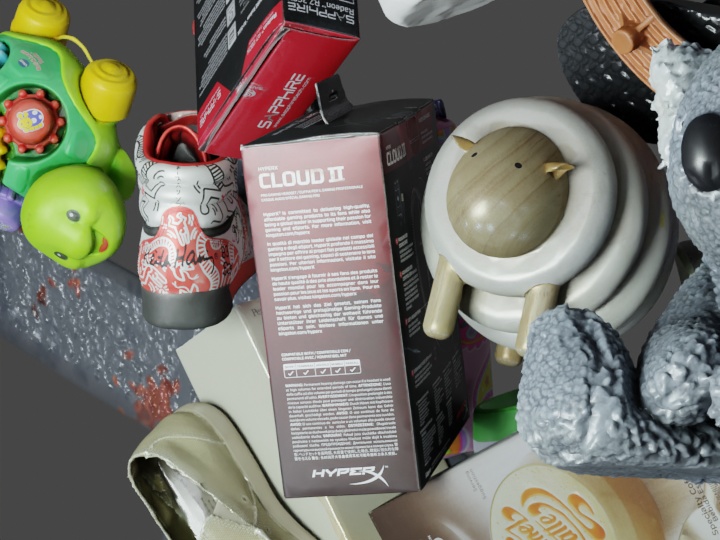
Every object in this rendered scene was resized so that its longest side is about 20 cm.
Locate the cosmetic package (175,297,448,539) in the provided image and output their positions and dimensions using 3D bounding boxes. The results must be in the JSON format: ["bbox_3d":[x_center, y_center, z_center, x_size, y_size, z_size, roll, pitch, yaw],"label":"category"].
[{"bbox_3d":[-0.015,0.111,1.295,0.073,0.103,0.201,-34,80,45],"label":"cosmetic package"}]

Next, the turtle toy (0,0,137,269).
[{"bbox_3d":[-0.215,-0.080,1.437,0.200,0.101,0.146,44,130,27],"label":"turtle toy"}]

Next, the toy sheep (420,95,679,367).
[{"bbox_3d":[0.095,-0.018,1.070,0.137,0.200,0.139,-4,79,21],"label":"toy sheep"}]

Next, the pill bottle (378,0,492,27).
[{"bbox_3d":[0.027,-0.239,1.132,0.112,0.112,0.201,-28,82,46],"label":"pill bottle"}]

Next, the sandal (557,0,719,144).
[{"bbox_3d":[0.192,-0.103,1.064,0.199,0.045,0.076,2,111,30],"label":"sandal"}]

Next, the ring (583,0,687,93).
[{"bbox_3d":[0.165,-0.148,0.974,0.200,0.019,0.201,26,132,33],"label":"ring"}]

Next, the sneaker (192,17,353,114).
[{"bbox_3d":[-0.045,-0.084,1.300,0.201,0.077,0.085,70,157,6],"label":"sneaker"}]

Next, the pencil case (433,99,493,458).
[{"bbox_3d":[0.026,0.009,1.235,0.087,0.087,0.201,-1,101,46],"label":"pencil case"}]

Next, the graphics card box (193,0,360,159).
[{"bbox_3d":[-0.051,-0.178,1.203,0.126,0.051,0.201,130,142,-51],"label":"graphics card box"}]

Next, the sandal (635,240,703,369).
[{"bbox_3d":[0.163,0.084,1.113,0.080,0.057,0.202,-108,18,-68],"label":"sandal"}]

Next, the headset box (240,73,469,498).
[{"bbox_3d":[0.000,0.000,1.117,0.074,0.149,0.201,-4,100,13],"label":"headset box"}]

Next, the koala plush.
[{"bbox_3d":[0.179,-0.014,0.926,0.177,0.183,0.201,-12,73,44],"label":"koala plush"}]

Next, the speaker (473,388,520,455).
[{"bbox_3d":[0.121,0.163,1.185,0.088,0.088,0.201,-11,95,47],"label":"speaker"}]

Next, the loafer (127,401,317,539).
[{"bbox_3d":[-0.070,0.168,1.244,0.200,0.068,0.076,51,134,21],"label":"loafer"}]

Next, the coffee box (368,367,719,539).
[{"bbox_3d":[0.117,0.123,1.072,0.200,0.080,0.115,-33,83,37],"label":"coffee box"}]

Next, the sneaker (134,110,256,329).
[{"bbox_3d":[-0.093,-0.047,1.282,0.067,0.202,0.109,2,108,3],"label":"sneaker"}]
